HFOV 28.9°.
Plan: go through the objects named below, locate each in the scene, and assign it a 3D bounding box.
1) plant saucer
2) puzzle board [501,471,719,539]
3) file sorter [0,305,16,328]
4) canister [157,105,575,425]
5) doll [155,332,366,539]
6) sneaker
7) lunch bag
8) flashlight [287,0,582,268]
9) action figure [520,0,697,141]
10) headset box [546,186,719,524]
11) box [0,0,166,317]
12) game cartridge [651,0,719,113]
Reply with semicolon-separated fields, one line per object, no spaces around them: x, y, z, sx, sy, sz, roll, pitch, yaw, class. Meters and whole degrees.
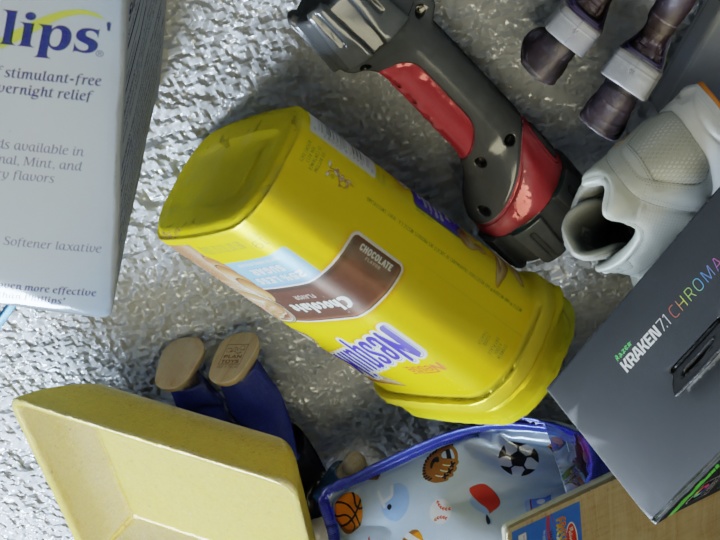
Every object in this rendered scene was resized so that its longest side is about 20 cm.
-0.108;0.150;0.907;0.198;0.049;0.201;13;141;19;plant saucer
0.152;0.199;0.820;0.149;0.017;0.202;-20;119;-21;puzzle board
-0.276;-0.035;0.743;0.199;0.123;0.139;28;124;-24;file sorter
0.000;0.000;0.778;0.199;0.087;0.148;35;161;-25;canister
-0.059;0.126;0.930;0.135;0.049;0.201;-6;133;22;doll
0.149;-0.026;0.759;0.091;0.076;0.200;-26;155;-5;sneaker
0.101;0.158;0.893;0.199;0.125;0.169;-29;151;29;lunch bag
0.044;-0.084;0.754;0.200;0.068;0.068;40;151;-28;flashlight
0.155;-0.164;0.673;0.130;0.069;0.201;41;124;6;action figure
0.216;0.025;0.723;0.199;0.093;0.175;-9;143;-48;headset box
-0.148;-0.116;0.641;0.104;0.185;0.201;7;129;-6;box
0.267;-0.103;0.764;0.198;0.042;0.134;15;132;-14;game cartridge
